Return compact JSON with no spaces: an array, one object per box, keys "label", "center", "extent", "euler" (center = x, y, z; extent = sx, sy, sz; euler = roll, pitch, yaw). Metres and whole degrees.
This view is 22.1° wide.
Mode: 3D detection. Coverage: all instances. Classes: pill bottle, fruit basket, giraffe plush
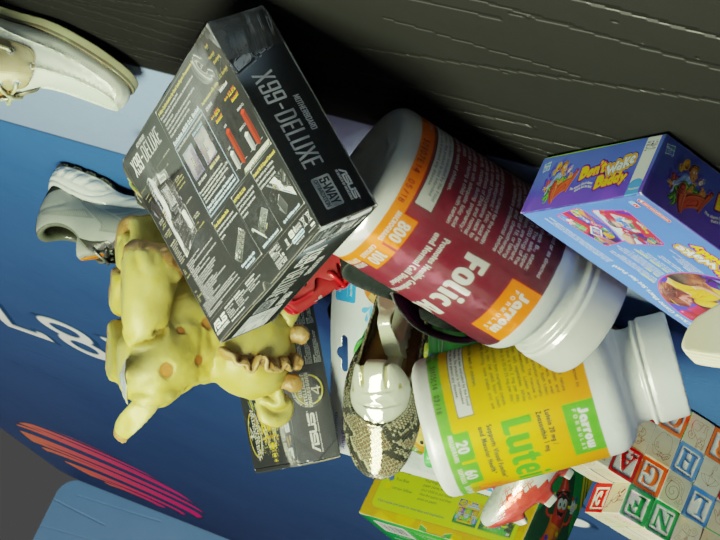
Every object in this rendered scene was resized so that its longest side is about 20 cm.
[{"label":"pill bottle","center":[0.148,0.098,1.421],"extent":[0.199,0.112,0.111],"euler":[-16,153,8]},{"label":"pill bottle","center":[0.081,-0.017,1.289],"extent":[0.199,0.115,0.114],"euler":[30,163,-16]},{"label":"fruit basket","center":[0.048,0.093,1.593],"extent":[0.199,0.186,0.094],"euler":[11,-162,30]},{"label":"giraffe plush","center":[-0.130,0.055,1.584],"extent":[0.161,0.200,0.173],"euler":[2,127,-14]}]

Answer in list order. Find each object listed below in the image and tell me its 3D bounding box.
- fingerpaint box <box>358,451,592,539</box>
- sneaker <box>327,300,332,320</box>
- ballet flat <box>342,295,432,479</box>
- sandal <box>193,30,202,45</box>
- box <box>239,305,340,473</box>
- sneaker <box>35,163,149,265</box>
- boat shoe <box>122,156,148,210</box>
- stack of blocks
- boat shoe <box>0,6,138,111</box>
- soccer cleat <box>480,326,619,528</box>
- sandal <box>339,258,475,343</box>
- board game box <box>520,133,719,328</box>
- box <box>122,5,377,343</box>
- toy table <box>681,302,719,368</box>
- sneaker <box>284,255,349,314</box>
[{"label":"fingerpaint box","center":[0.123,0.200,1.800],"extent":[0.199,0.167,0.073],"euler":[9,155,42]},{"label":"sneaker","center":[0.056,0.082,1.672],"extent":[0.199,0.091,0.076],"euler":[23,169,11]},{"label":"ballet flat","center":[0.023,0.064,1.484],"extent":[0.067,0.201,0.075],"euler":[7,153,13]},{"label":"sandal","center":[-0.081,-0.105,1.355],"extent":[0.081,0.055,0.200],"euler":[21,157,13]},{"label":"box","center":[-0.077,0.084,1.711],"extent":[0.049,0.201,0.161],"euler":[-9,175,-21]},{"label":"sneaker","center":[-0.219,-0.033,1.745],"extent":[0.199,0.080,0.074],"euler":[17,160,22]},{"label":"boat shoe","center":[-0.113,-0.053,1.540],"extent":[0.200,0.072,0.061],"euler":[20,167,28]},{"label":"stack of blocks","center":[0.244,0.168,1.617],"extent":[0.200,0.116,0.059],"euler":[32,162,-20]},{"label":"boat shoe","center":[-0.273,-0.164,1.438],"extent":[0.199,0.069,0.075],"euler":[24,164,5]},{"label":"soccer cleat","center":[0.154,0.124,1.512],"extent":[0.085,0.200,0.069],"euler":[39,-167,-7]},{"label":"sandal","center":[0.059,0.025,1.401],"extent":[0.075,0.048,0.200],"euler":[-31,146,33]},{"label":"board game box","center":[0.223,-0.012,1.218],"extent":[0.200,0.045,0.134],"euler":[33,162,-23]},{"label":"box","center":[-0.082,-0.061,1.262],"extent":[0.158,0.050,0.200],"euler":[60,147,12]},{"label":"toy table","center":[0.288,0.014,1.079],"extent":[0.200,0.118,0.183],"euler":[36,160,-29]},{"label":"sneaker","center":[0.000,0.000,1.456],"extent":[0.199,0.116,0.078],"euler":[21,163,13]}]
